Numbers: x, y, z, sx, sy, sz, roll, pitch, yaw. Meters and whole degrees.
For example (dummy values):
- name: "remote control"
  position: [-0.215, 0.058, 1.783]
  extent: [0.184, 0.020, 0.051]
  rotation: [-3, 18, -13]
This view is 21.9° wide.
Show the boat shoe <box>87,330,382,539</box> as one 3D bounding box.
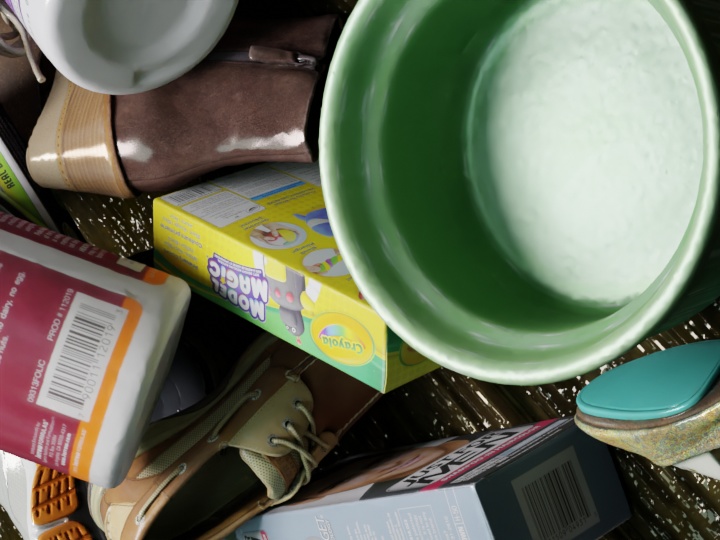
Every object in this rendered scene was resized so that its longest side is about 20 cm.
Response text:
- name: "boat shoe"
  position: [-0.050, 0.093, 0.994]
  extent: [0.076, 0.200, 0.074]
  rotation: [54, 178, -35]

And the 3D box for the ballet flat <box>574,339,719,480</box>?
- name: "ballet flat"
  position: [0.177, 0.060, 0.828]
  extent: [0.200, 0.070, 0.071]
  rotation: [-24, 87, 49]

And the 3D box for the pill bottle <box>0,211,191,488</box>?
- name: "pill bottle"
  position: [-0.196, 0.025, 0.943]
  extent: [0.199, 0.114, 0.115]
  rotation: [21, 127, -1]

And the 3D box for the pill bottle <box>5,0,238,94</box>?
- name: "pill bottle"
  position: [-0.153, -0.190, 0.972]
  extent: [0.200, 0.111, 0.112]
  rotation: [50, 137, 38]

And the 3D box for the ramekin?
- name: "ramekin"
  position: [0.088, -0.055, 0.817]
  extent: [0.199, 0.097, 0.202]
  rotation: [4, 96, 36]

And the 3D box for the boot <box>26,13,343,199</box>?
- name: "boot"
  position: [-0.086, -0.121, 1.019]
  extent: [0.165, 0.201, 0.073]
  rotation: [-6, 139, 16]

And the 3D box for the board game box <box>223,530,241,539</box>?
- name: "board game box"
  position: [-0.060, 0.207, 1.034]
  extent: [0.029, 0.199, 0.135]
  rotation: [-25, 87, 49]

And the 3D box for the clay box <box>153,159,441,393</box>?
- name: "clay box"
  position: [0.000, 0.000, 0.950]
  extent: [0.199, 0.115, 0.048]
  rotation: [27, 125, 38]

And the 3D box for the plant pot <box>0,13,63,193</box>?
- name: "plant pot"
  position: [-0.241, -0.103, 1.140]
  extent: [0.199, 0.187, 0.188]
  rotation: [-2, 105, 31]

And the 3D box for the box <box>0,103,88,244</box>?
- name: "box"
  position: [-0.212, -0.011, 1.013]
  extent: [0.110, 0.035, 0.201]
  rotation: [-30, 99, 10]

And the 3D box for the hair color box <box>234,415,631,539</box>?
- name: "hair color box"
  position: [0.033, 0.130, 0.979]
  extent: [0.199, 0.099, 0.061]
  rotation: [-17, 94, 49]

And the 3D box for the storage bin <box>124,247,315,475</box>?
- name: "storage bin"
  position: [-0.104, 0.097, 1.118]
  extent: [0.135, 0.093, 0.201]
  rotation: [30, 126, 36]

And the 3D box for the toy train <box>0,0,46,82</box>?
- name: "toy train"
  position: [-0.257, -0.155, 1.046]
  extent: [0.115, 0.085, 0.201]
  rotation: [-33, 65, 14]

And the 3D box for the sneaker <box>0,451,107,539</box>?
- name: "sneaker"
  position: [-0.186, 0.125, 1.103]
  extent: [0.092, 0.075, 0.201]
  rotation: [-47, 63, 54]
